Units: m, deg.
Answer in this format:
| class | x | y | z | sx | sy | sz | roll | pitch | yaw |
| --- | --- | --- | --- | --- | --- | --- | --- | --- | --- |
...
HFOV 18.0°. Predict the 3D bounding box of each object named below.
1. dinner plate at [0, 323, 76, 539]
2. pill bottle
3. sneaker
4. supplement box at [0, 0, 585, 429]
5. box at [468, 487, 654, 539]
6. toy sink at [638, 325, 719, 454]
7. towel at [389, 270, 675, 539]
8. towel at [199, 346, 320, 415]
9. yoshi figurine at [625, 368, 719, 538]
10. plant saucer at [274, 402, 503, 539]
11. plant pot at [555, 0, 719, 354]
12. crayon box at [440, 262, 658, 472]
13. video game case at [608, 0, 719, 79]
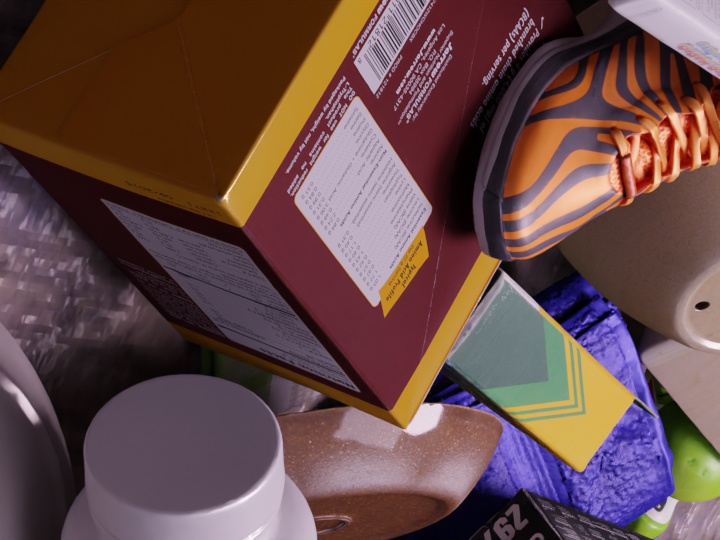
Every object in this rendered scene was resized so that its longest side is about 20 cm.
| class | x | y | z | sx | sy | sz | roll | pitch | yaw |
| --- | --- | --- | --- | --- | --- | --- | --- | --- | --- |
| dinner plate | -0.167 | 0.101 | 0.940 | 0.200 | 0.024 | 0.202 | 35 | 50 | -54 |
| pill bottle | -0.073 | 0.145 | 0.980 | 0.111 | 0.111 | 0.201 | -32 | 140 | -33 |
| sneaker | 0.137 | -0.063 | 0.980 | 0.200 | 0.111 | 0.078 | -45 | 140 | -36 |
| supplement box | -0.020 | -0.077 | 0.967 | 0.198 | 0.132 | 0.200 | -60 | 146 | -16 |
| box | 0.088 | 0.205 | 1.243 | 0.160 | 0.049 | 0.200 | -44 | 149 | 11 |
| toy sink | 0.263 | 0.001 | 1.312 | 0.112 | 0.130 | 0.200 | 48 | 40 | -19 |
| towel | 0.075 | 0.109 | 1.243 | 0.199 | 0.049 | 0.148 | -29 | 107 | -16 |
| towel | 0.000 | 0.000 | 1.163 | 0.199 | 0.031 | 0.150 | -24 | 131 | -39 |
| yoshi figurine | 0.213 | 0.075 | 1.370 | 0.201 | 0.112 | 0.112 | -59 | 157 | -32 |
| plant saucer | -0.027 | 0.108 | 1.088 | 0.200 | 0.199 | 0.037 | 16 | 61 | -54 |
| plant pot | 0.184 | -0.038 | 1.139 | 0.199 | 0.135 | 0.201 | -9 | 144 | -6 |
| crayon box | 0.055 | 0.029 | 1.124 | 0.052 | 0.126 | 0.200 | -53 | 144 | -1 |
| video game case | 0.146 | -0.170 | 0.906 | 0.182 | 0.023 | 0.202 | 22 | 61 | -51 |
